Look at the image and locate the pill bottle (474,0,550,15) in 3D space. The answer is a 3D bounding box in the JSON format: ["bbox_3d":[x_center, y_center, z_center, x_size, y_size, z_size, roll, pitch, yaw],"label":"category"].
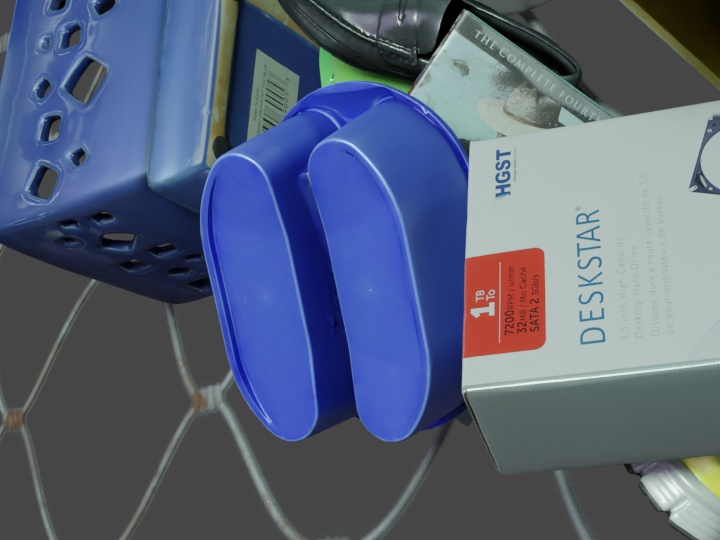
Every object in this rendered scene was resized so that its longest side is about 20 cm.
[{"bbox_3d":[0.075,-0.272,0.834,0.111,0.111,0.201,-38,52,27],"label":"pill bottle"}]

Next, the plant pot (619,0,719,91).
[{"bbox_3d":[0.206,-0.229,0.650,0.200,0.199,0.177,-41,42,25],"label":"plant pot"}]

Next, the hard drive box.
[{"bbox_3d":[0.154,0.004,0.613,0.198,0.077,0.157,-9,50,16],"label":"hard drive box"}]

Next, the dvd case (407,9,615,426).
[{"bbox_3d":[0.062,-0.027,0.755,0.201,0.145,0.022,-54,3,12],"label":"dvd case"}]

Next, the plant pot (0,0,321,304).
[{"bbox_3d":[-0.121,-0.100,0.902,0.179,0.199,0.202,-8,69,34],"label":"plant pot"}]

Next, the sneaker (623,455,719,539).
[{"bbox_3d":[0.158,0.043,0.678,0.090,0.078,0.201,-41,57,15],"label":"sneaker"}]

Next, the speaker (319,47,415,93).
[{"bbox_3d":[0.022,-0.106,0.843,0.088,0.088,0.202,-25,59,34],"label":"speaker"}]

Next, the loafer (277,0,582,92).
[{"bbox_3d":[0.043,-0.146,0.779,0.199,0.071,0.068,27,63,5],"label":"loafer"}]

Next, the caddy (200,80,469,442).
[{"bbox_3d":[0.000,0.000,0.705,0.140,0.105,0.202,-4,104,31],"label":"caddy"}]
